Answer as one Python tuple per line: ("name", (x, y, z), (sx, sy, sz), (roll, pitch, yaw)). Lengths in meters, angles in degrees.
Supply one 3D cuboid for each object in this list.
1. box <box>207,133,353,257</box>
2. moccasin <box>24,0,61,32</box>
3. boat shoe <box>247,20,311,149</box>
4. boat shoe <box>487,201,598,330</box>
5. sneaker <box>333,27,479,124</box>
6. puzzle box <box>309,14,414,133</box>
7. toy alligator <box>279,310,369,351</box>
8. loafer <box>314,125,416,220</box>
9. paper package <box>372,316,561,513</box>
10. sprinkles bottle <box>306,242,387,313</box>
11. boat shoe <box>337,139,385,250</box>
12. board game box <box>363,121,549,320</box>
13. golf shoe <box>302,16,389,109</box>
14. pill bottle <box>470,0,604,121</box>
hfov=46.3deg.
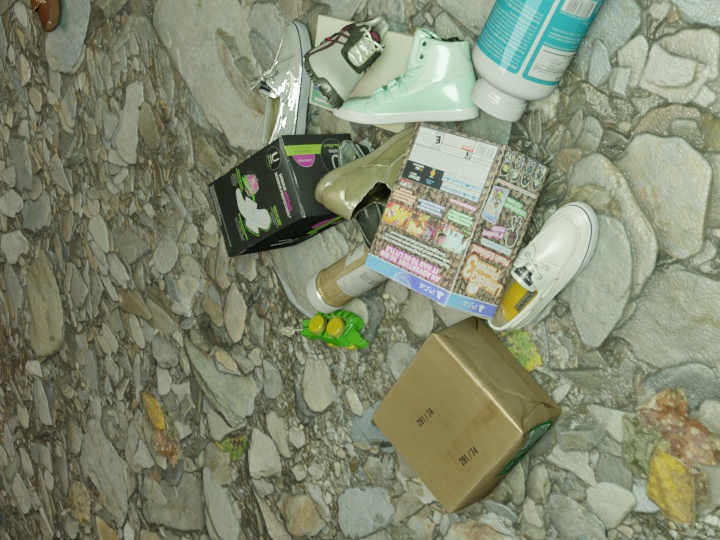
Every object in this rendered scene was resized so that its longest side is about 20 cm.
("box", (-0.109, -0.115, 1.285), (0.199, 0.148, 0.126), (-22, 83, 45))
("moccasin", (-0.688, -0.603, 1.779), (0.073, 0.077, 0.204), (-13, 91, 45))
("boat shoe", (-0.130, -0.281, 1.291), (0.074, 0.085, 0.204), (25, 111, 59))
("boat shoe", (0.220, 0.001, 1.047), (0.071, 0.069, 0.201), (50, 130, 23))
("sneaker", (0.056, -0.256, 1.111), (0.198, 0.074, 0.120), (0, 106, 17))
("puzzle box", (0.006, -0.286, 1.216), (0.199, 0.025, 0.135), (27, 118, 38))
("toy alligator", (-0.055, 0.087, 1.353), (0.199, 0.059, 0.055), (5, 62, 44))
("loafer", (0.034, -0.126, 1.121), (0.068, 0.199, 0.076), (55, 164, 16))
("paper package", (0.139, 0.198, 1.152), (0.191, 0.103, 0.201), (48, 128, 23))
("sprinkles bottle", (0.000, 0.000, 1.264), (0.199, 0.068, 0.069), (-32, 78, 43))
("boat shoe", (0.004, -0.100, 1.181), (0.072, 0.070, 0.201), (-44, 45, 30))
("board game box", (0.117, -0.064, 1.053), (0.159, 0.096, 0.202), (27, 98, 48))
("golf shoe", (-0.017, -0.282, 1.097), (0.088, 0.201, 0.077), (-31, 114, 27))
("pill bottle", (0.199, -0.276, 0.969), (0.111, 0.110, 0.201), (45, 127, 27))
